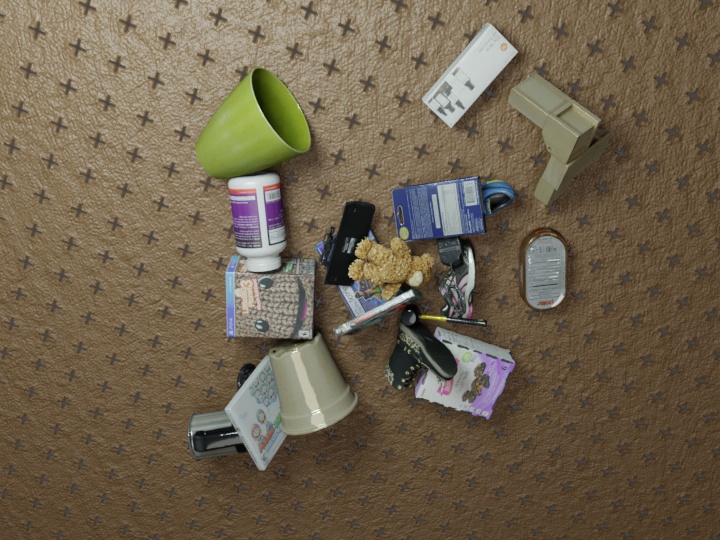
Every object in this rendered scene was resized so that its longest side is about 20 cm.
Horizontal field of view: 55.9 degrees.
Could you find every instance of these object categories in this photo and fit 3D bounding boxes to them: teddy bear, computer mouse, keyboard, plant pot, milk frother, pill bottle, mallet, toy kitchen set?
[{"bbox_3d":[0.070,-0.004,1.511,0.198,0.067,0.146,31,96,-21],"label":"teddy bear"},{"bbox_3d":[0.210,-0.002,1.519,0.058,0.034,0.204,-7,91,31],"label":"computer mouse"},{"bbox_3d":[-0.040,-0.064,1.509,0.103,0.040,0.203,6,111,-28],"label":"keyboard"},{"bbox_3d":[-0.126,0.252,1.596,0.197,0.201,0.186,-19,101,6],"label":"plant pot"},{"bbox_3d":[-0.233,-0.274,1.382,0.198,0.188,0.188,-28,111,24],"label":"plant pot"},{"bbox_3d":[-0.325,0.347,1.660,0.185,0.181,0.203,-9,70,2],"label":"milk frother"},{"bbox_3d":[-0.218,-0.105,1.460,0.110,0.113,0.204,-4,105,0],"label":"pill bottle"},{"bbox_3d":[0.187,0.112,1.551,0.197,0.066,0.042,6,98,23],"label":"mallet"},{"bbox_3d":[0.415,-0.293,1.449,0.162,0.180,0.201,-34,154,-26],"label":"toy kitchen set"}]

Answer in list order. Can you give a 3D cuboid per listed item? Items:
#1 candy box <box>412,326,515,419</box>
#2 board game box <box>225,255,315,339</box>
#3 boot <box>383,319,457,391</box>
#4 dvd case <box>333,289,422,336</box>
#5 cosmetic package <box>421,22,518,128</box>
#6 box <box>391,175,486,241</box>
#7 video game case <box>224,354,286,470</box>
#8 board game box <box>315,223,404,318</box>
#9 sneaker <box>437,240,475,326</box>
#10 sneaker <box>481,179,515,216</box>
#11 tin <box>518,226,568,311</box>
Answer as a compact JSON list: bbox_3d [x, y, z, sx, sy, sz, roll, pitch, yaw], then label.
[{"bbox_3d":[0.249,0.252,1.656,0.197,0.072,0.170,18,111,-9],"label":"candy box"},{"bbox_3d":[-0.202,0.061,1.550,0.196,0.097,0.162,2,112,-3],"label":"board game box"},{"bbox_3d":[0.136,0.227,1.589,0.073,0.204,0.156,1,122,-36],"label":"boot"},{"bbox_3d":[0.044,0.098,1.554,0.198,0.146,0.022,-29,80,10],"label":"dvd case"},{"bbox_3d":[0.224,-0.400,1.398,0.082,0.051,0.200,37,107,-16],"label":"cosmetic package"},{"bbox_3d":[0.170,-0.132,1.480,0.197,0.032,0.123,-5,100,23],"label":"box"},{"bbox_3d":[-0.226,0.334,1.613,0.023,0.200,0.184,-10,116,31],"label":"video game case"},{"bbox_3d":[0.000,0.000,1.564,0.134,0.035,0.202,-25,110,8],"label":"board game box"},{"bbox_3d":[0.220,0.032,1.565,0.085,0.080,0.204,4,107,8],"label":"sneaker"},{"bbox_3d":[0.241,-0.143,1.491,0.197,0.079,0.067,-18,114,7],"label":"sneaker"},{"bbox_3d":[0.425,0.000,1.578,0.110,0.042,0.203,-5,113,5],"label":"tin"}]
